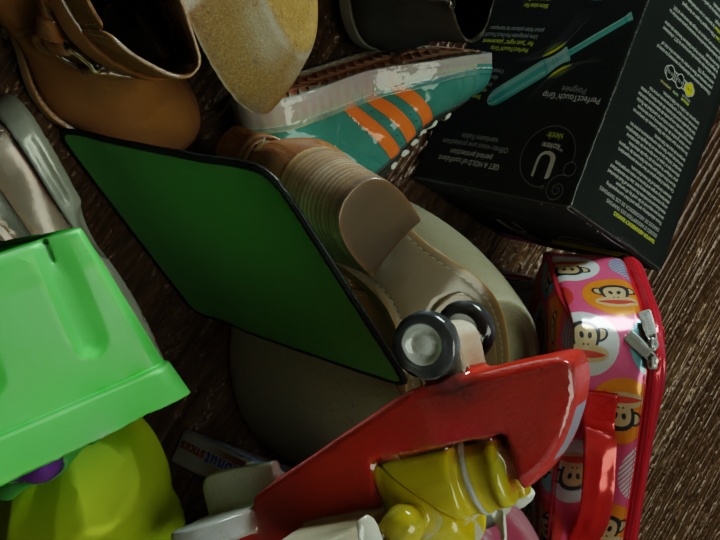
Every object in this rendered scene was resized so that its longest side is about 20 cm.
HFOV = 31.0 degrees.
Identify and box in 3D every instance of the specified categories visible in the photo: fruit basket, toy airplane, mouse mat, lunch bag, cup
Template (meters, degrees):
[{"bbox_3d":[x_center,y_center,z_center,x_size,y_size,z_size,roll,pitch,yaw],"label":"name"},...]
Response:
[{"bbox_3d":[-0.172,0.089,0.639,0.155,0.215,0.217,-22,115,-38],"label":"fruit basket"},{"bbox_3d":[0.012,0.123,0.629,0.199,0.199,0.142,-30,80,-26],"label":"toy airplane"},{"bbox_3d":[-0.072,-0.009,0.709,0.008,0.199,0.161,-49,130,-22],"label":"mouse mat"},{"bbox_3d":[0.150,0.100,0.864,0.081,0.176,0.201,3,114,0],"label":"lunch bag"},{"bbox_3d":[0.034,0.053,0.866,0.199,0.143,0.202,-13,109,-41],"label":"cup"}]

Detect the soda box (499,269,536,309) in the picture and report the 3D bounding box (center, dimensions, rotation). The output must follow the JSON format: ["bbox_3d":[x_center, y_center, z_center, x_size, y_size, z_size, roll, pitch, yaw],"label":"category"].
[{"bbox_3d":[0.105,0.104,0.997,0.063,0.068,0.202,-6,104,-41],"label":"soda box"}]

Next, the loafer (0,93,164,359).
[{"bbox_3d":[-0.171,0.003,0.720,0.063,0.072,0.201,-32,115,-18],"label":"loafer"}]

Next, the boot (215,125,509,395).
[{"bbox_3d":[0.000,0.000,0.754,0.074,0.154,0.201,-38,123,-17],"label":"boot"}]

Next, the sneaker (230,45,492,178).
[{"bbox_3d":[0.006,-0.097,0.855,0.199,0.071,0.080,-20,115,-30],"label":"sneaker"}]

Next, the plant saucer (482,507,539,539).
[{"bbox_3d":[0.054,0.229,0.769,0.200,0.051,0.202,15,72,-54],"label":"plant saucer"}]

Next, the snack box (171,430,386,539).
[{"bbox_3d":[-0.031,0.153,0.878,0.200,0.072,0.024,29,81,-43],"label":"snack box"}]

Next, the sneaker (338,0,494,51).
[{"bbox_3d":[0.029,-0.238,0.808,0.075,0.106,0.201,-28,114,-35],"label":"sneaker"}]

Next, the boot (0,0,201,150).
[{"bbox_3d":[-0.119,-0.117,0.666,0.077,0.155,0.200,-53,130,-18],"label":"boot"}]

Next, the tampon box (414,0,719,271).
[{"bbox_3d":[0.161,-0.123,0.934,0.126,0.149,0.201,28,82,-43],"label":"tampon box"}]

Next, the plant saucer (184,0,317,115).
[{"bbox_3d":[-0.062,-0.187,0.706,0.200,0.035,0.202,-12,90,-76],"label":"plant saucer"}]
